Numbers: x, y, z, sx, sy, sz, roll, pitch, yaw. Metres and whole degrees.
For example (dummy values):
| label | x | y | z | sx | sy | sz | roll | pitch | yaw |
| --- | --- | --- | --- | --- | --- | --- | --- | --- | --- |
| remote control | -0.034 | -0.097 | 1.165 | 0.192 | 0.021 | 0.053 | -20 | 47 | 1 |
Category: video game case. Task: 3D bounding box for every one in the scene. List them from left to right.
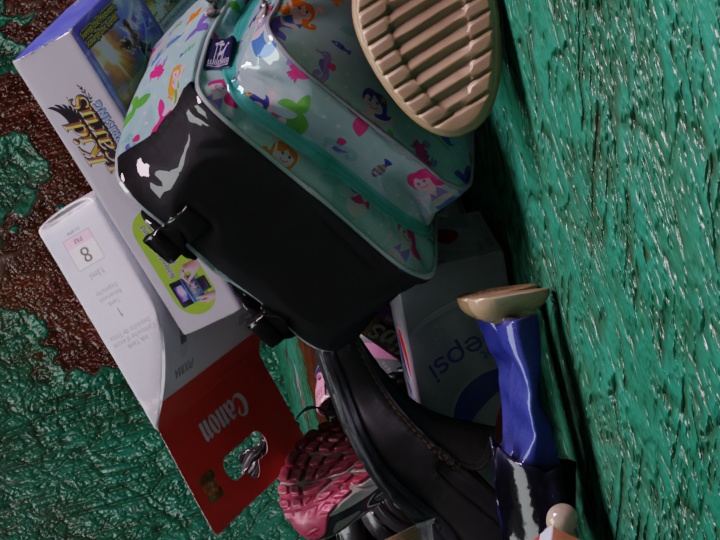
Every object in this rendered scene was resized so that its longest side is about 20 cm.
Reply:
| label | x | y | z | sx | sy | sz | roll | pitch | yaw |
| --- | --- | --- | --- | --- | --- | --- | --- | --- | --- |
| video game case | -0.102 | -0.085 | 1.523 | 0.182 | 0.045 | 0.200 | 60 | -156 | -14 |

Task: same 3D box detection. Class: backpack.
| label | x | y | z | sx | sy | sz | roll | pitch | yaw |
| --- | --- | --- | --- | --- | --- | --- | --- | --- | --- |
| backpack | -0.030 | -0.079 | 1.430 | 0.177 | 0.151 | 0.200 | 38 | -157 | -17 |

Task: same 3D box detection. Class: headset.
| label | x | y | z | sx | sy | sz | roll | pitch | yaw |
| --- | --- | --- | --- | --- | --- | --- | --- | --- | --- |
| headset | 0.008 | 0.166 | 1.739 | 0.200 | 0.094 | 0.123 | 45 | 142 | -15 |

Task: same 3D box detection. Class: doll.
| label | x | y | z | sx | sy | sz | roll | pitch | yaw |
| --- | --- | --- | --- | --- | --- | --- | --- | --- | --- |
| doll | 0.088 | 0.109 | 1.375 | 0.136 | 0.048 | 0.201 | -161 | 63 | -84 |

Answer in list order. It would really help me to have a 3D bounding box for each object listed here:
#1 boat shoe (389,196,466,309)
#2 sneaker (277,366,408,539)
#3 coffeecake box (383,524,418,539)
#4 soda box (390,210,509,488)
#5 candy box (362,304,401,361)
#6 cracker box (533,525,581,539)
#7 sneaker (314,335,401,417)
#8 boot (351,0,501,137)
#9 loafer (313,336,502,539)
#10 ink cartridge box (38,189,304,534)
| label | x | y | z | sx | sy | sz | roll | pitch | yaw |
| --- | --- | --- | --- | --- | --- | --- | --- | --- | --- |
| boat shoe | 0.038 | -0.017 | 1.557 | 0.065 | 0.073 | 0.200 | -142 | 28 | -73 |
| sneaker | 0.024 | 0.118 | 1.617 | 0.200 | 0.080 | 0.075 | -31 | -67 | -52 |
| coffeecake box | 0.074 | 0.266 | 1.671 | 0.154 | 0.073 | 0.200 | 58 | 165 | 32 |
| soda box | 0.062 | 0.073 | 1.515 | 0.068 | 0.063 | 0.201 | -114 | 12 | -68 |
| candy box | 0.000 | 0.000 | 1.696 | 0.117 | 0.057 | 0.200 | 35 | -178 | -12 |
| cracker box | 0.057 | 0.231 | 1.297 | 0.200 | 0.058 | 0.134 | -48 | 23 | 46 |
| sneaker | -0.008 | 0.054 | 1.829 | 0.200 | 0.082 | 0.070 | 52 | 159 | 29 |
| boot | 0.033 | -0.153 | 1.371 | 0.166 | 0.072 | 0.201 | 33 | -143 | -77 |
| loafer | 0.043 | 0.103 | 1.457 | 0.200 | 0.072 | 0.073 | 57 | -177 | -18 |
| ink cartridge box | -0.089 | 0.031 | 1.543 | 0.200 | 0.057 | 0.163 | 57 | -155 | -3 |
